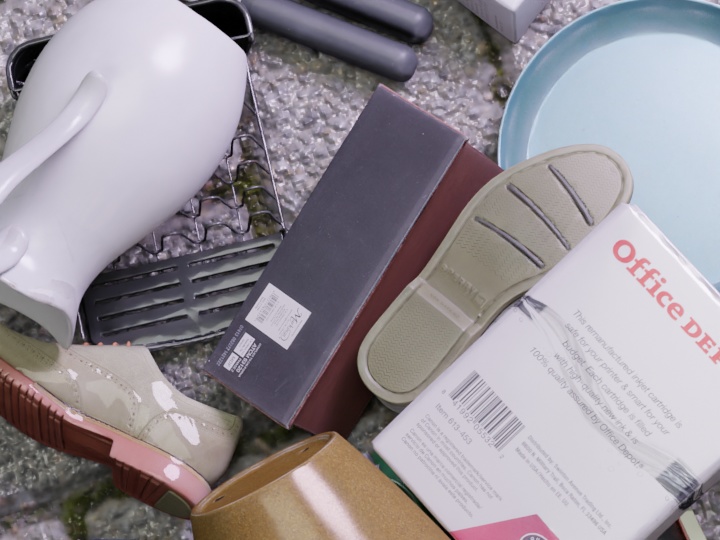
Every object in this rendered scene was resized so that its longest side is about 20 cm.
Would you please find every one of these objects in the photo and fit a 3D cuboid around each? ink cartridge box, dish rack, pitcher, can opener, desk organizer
[{"bbox_3d":[0.131,0.082,1.509,0.200,0.084,0.145,-44,78,7],"label":"ink cartridge box"},{"bbox_3d":[-0.121,-0.054,1.643,0.153,0.055,0.201,-13,78,2],"label":"dish rack"},{"bbox_3d":[-0.156,-0.068,1.535,0.121,0.172,0.200,32,85,12],"label":"pitcher"},{"bbox_3d":[-0.054,-0.176,1.657,0.200,0.067,0.053,22,81,9],"label":"can opener"},{"bbox_3d":[0.000,0.000,1.608,0.072,0.077,0.200,32,91,29],"label":"desk organizer"}]

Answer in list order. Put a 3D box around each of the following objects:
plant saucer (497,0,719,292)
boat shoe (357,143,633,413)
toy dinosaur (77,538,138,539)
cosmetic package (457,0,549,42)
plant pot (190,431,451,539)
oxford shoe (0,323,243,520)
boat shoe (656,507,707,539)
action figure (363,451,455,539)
[{"bbox_3d":[0.183,-0.068,1.638,0.200,0.027,0.201,-1,78,4],"label":"plant saucer"},{"bbox_3d":[0.080,0.004,1.592,0.200,0.068,0.075,-42,73,0],"label":"boat shoe"},{"bbox_3d":[-0.126,0.244,1.517,0.200,0.105,0.182,0,88,-40],"label":"toy dinosaur"},{"bbox_3d":[0.047,-0.244,1.662,0.200,0.071,0.101,39,83,11],"label":"cosmetic package"},{"bbox_3d":[-0.007,0.198,1.474,0.186,0.186,0.200,-29,96,-3],"label":"plant pot"},{"bbox_3d":[-0.164,0.071,1.619,0.200,0.071,0.074,32,68,3],"label":"oxford shoe"},{"bbox_3d":[0.148,0.118,1.582,0.062,0.071,0.200,-25,82,1],"label":"boat shoe"},{"bbox_3d":[0.071,0.182,1.582,0.118,0.055,0.200,-36,82,-7],"label":"action figure"}]
